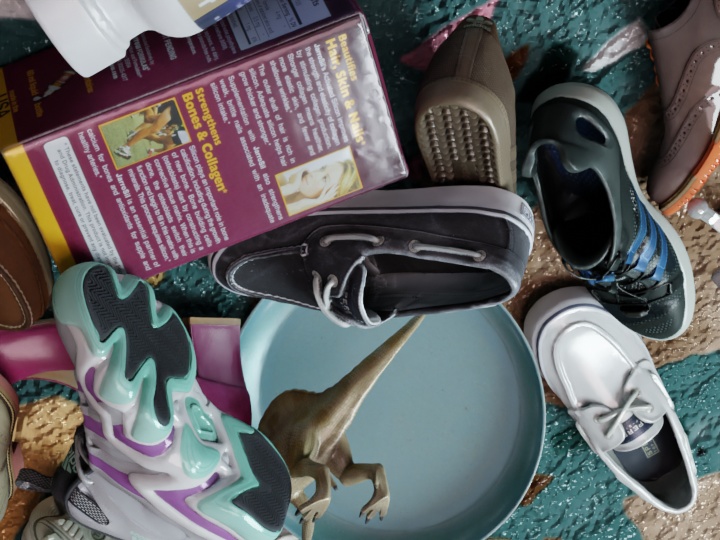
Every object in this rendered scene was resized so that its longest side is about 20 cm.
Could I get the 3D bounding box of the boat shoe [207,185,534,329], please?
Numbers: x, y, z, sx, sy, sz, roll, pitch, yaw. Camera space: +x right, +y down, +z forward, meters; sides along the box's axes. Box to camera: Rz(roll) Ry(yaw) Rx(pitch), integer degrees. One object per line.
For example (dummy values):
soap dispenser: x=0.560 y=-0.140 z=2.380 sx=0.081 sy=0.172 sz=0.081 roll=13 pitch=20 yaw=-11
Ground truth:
boat shoe: x=0.000 y=0.000 z=1.042 sx=0.199 sy=0.068 sz=0.072 roll=-3 pitch=137 yaw=19

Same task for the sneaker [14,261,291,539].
sneaker: x=-0.144 y=0.090 z=1.012 sx=0.139 sy=0.078 sz=0.200 roll=-17 pitch=120 yaw=29

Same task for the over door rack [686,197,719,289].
over door rack: x=0.262 y=-0.063 z=1.077 sx=0.067 sy=0.200 sz=0.148 roll=42 pitch=107 yaw=2

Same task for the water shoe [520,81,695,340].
water shoe: x=0.143 y=-0.018 z=1.110 sx=0.071 sy=0.079 sz=0.200 roll=-6 pitch=129 yaw=33

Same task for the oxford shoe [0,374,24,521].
oxford shoe: x=-0.232 y=0.106 z=1.034 sx=0.070 sy=0.075 sz=0.200 roll=8 pitch=148 yaw=8

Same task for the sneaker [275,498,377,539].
sneaker: x=0.003 y=0.154 z=1.194 sx=0.199 sy=0.080 sz=0.071 roll=-23 pitch=127 yaw=-4

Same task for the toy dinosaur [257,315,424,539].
toy dinosaur: x=-0.026 y=0.105 z=1.077 sx=0.058 sy=0.101 sz=0.200 roll=25 pitch=116 yaw=-43

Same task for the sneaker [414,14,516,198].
sneaker: x=0.068 y=-0.063 z=1.068 sx=0.070 sy=0.076 sz=0.200 roll=13 pitch=149 yaw=8

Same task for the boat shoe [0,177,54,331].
boat shoe: x=-0.239 y=-0.037 z=0.961 sx=0.075 sy=0.074 sz=0.200 roll=-6 pitch=132 yaw=36

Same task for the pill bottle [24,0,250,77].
pill bottle: x=-0.076 y=-0.186 z=0.899 sx=0.199 sy=0.116 sz=0.116 roll=-31 pitch=128 yaw=4

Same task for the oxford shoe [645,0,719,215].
oxford shoe: x=0.201 y=-0.122 z=1.089 sx=0.072 sy=0.071 sz=0.201 roll=23 pitch=128 yaw=6

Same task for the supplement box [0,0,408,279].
supplement box: x=-0.087 y=-0.079 z=0.990 sx=0.199 sy=0.086 sz=0.111 roll=-21 pitch=129 yaw=-3

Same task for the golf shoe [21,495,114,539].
golf shoe: x=-0.132 y=0.215 z=1.161 sx=0.200 sy=0.078 sz=0.097 roll=45 pitch=142 yaw=-6

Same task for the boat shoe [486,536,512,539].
boat shoe: x=0.026 y=0.240 z=1.274 sx=0.199 sy=0.075 sz=0.069 roll=-19 pitch=109 yaw=-4

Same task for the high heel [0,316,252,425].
high heel: x=-0.158 y=0.077 z=1.071 sx=0.199 sy=0.067 sz=0.097 roll=0 pitch=84 yaw=-31

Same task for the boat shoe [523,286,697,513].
boat shoe: x=0.176 y=0.089 z=1.216 sx=0.073 sy=0.065 sz=0.200 roll=-37 pitch=128 yaw=9

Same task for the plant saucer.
plant saucer: x=0.015 y=0.083 z=1.122 sx=0.199 sy=0.027 sz=0.201 roll=2 pitch=102 yaw=11
